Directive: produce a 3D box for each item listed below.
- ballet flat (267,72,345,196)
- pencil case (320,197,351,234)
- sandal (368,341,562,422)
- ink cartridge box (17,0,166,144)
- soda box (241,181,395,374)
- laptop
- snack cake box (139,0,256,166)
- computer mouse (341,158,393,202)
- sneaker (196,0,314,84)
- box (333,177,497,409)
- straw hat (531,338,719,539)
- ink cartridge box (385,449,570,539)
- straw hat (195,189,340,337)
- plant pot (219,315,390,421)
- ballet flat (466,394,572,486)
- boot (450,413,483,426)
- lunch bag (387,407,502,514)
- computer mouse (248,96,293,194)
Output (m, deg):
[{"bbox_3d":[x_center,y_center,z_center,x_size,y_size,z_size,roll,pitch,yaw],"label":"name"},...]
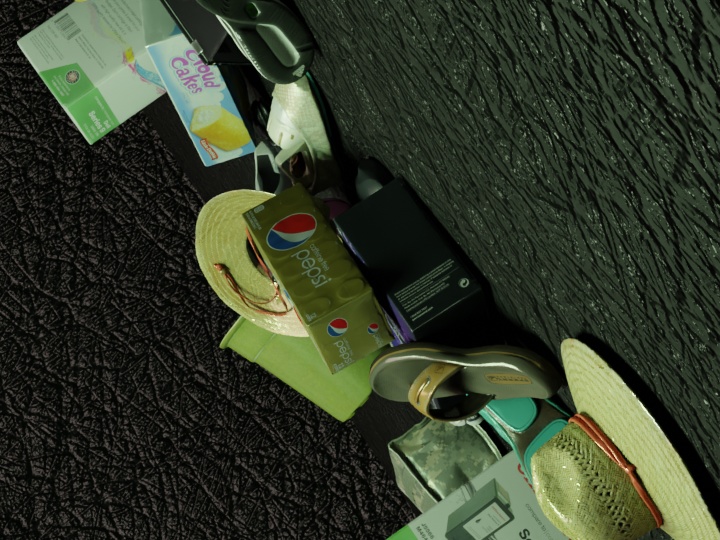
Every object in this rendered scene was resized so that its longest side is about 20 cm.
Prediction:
[{"bbox_3d":[-0.059,-0.131,1.670,0.068,0.062,0.200,51,171,31],"label":"ballet flat"},{"bbox_3d":[0.000,0.000,1.779,0.094,0.091,0.200,45,-177,-37],"label":"pencil case"},{"bbox_3d":[0.082,0.102,1.435,0.199,0.055,0.082,-1,150,40],"label":"sandal"},{"bbox_3d":[-0.294,-0.273,2.055,0.145,0.199,0.088,49,174,36],"label":"ink cartridge box"},{"bbox_3d":[-0.040,0.004,1.521,0.200,0.067,0.064,56,173,52],"label":"soda box"},{"bbox_3d":[-0.159,-0.318,1.718,0.188,0.116,0.200,56,-159,7],"label":"laptop"},{"bbox_3d":[-0.182,-0.229,1.889,0.201,0.067,0.116,66,-169,-50],"label":"snack cake box"},{"bbox_3d":[0.002,-0.075,1.624,0.059,0.034,0.200,56,173,-8],"label":"computer mouse"},{"bbox_3d":[-0.124,-0.257,1.489,0.201,0.075,0.115,57,171,-26],"label":"sneaker"},{"bbox_3d":[0.057,0.030,1.543,0.142,0.078,0.200,57,174,30],"label":"box"},{"bbox_3d":[0.175,0.157,1.231,0.202,0.085,0.201,55,173,10],"label":"straw hat"},{"bbox_3d":[0.131,0.296,1.745,0.146,0.199,0.084,54,170,12],"label":"ink cartridge box"},{"bbox_3d":[-0.070,-0.031,1.718,0.199,0.085,0.202,17,137,17],"label":"straw hat"},{"bbox_3d":[-0.047,0.089,2.180,0.190,0.200,0.200,42,172,2],"label":"plant pot"},{"bbox_3d":[0.164,0.145,1.467,0.070,0.067,0.200,24,-156,-54],"label":"ballet flat"},{"bbox_3d":[0.101,0.117,1.726,0.096,0.073,0.200,51,-178,-11],"label":"boot"},{"bbox_3d":[0.132,0.268,1.961,0.200,0.117,0.164,48,170,18],"label":"lunch bag"},{"bbox_3d":[-0.089,-0.107,1.891,0.201,0.043,0.110,-99,-9,-50],"label":"computer mouse"}]
